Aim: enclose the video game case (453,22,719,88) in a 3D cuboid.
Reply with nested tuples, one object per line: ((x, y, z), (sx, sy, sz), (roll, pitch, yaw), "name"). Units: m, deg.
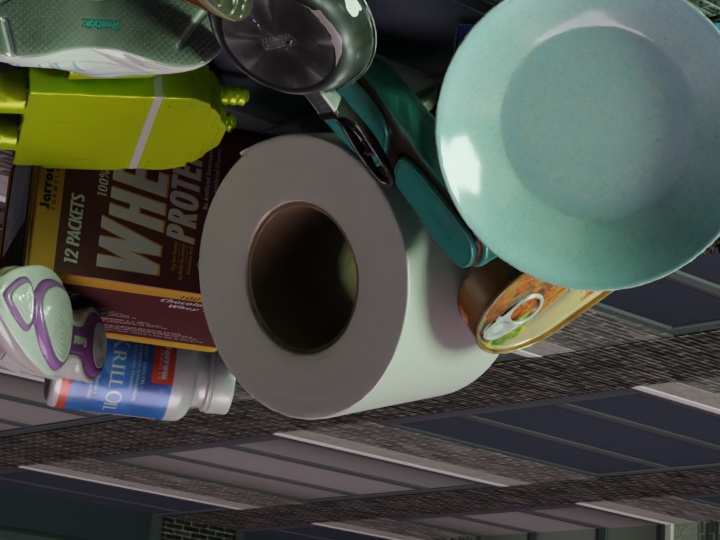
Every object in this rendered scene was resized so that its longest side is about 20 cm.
((0.173, -0.115, 1.328), (0.198, 0.046, 0.181), (1, 166, 12), "video game case")

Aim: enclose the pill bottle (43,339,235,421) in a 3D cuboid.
((-0.238, 0.103, 2.132), (0.198, 0.113, 0.112), (7, 165, -14), "pill bottle")

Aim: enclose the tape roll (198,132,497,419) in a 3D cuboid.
((0.000, 0.000, 1.423), (0.201, 0.205, 0.138), (-9, 178, 41), "tape roll")

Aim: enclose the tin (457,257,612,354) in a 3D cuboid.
((0.154, -0.017, 1.341), (0.199, 0.042, 0.112), (-35, 148, 2), "tin")

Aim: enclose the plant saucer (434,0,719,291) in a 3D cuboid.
((0.147, -0.089, 1.228), (0.199, 0.203, 0.039), (1, -162, 12), "plant saucer")

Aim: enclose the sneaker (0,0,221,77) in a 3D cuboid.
((-0.190, -0.152, 1.247), (0.198, 0.071, 0.080), (9, 167, -19), "sneaker")

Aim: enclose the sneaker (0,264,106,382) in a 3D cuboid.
((-0.258, 0.047, 1.473), (0.099, 0.076, 0.200), (2, 164, 9), "sneaker")

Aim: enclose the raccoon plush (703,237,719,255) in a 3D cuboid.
((0.279, -0.039, 1.512), (0.199, 0.098, 0.133), (17, 168, -40), "raccoon plush")

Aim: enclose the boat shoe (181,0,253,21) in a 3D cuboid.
((-0.118, -0.199, 1.064), (0.073, 0.076, 0.200), (7, 164, 26), "boat shoe")

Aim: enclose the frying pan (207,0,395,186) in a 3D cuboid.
((-0.042, -0.124, 1.232), (0.114, 0.031, 0.191), (11, 138, 18), "frying pan")

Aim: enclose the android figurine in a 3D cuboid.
((-0.179, -0.114, 1.392), (0.198, 0.041, 0.182), (-1, 159, -15), "android figurine")

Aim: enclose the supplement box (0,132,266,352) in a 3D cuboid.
((-0.181, -0.029, 1.577), (0.195, 0.134, 0.200), (9, 165, -16), "supplement box")

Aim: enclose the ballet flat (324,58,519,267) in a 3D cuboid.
((0.038, -0.088, 1.311), (0.070, 0.200, 0.068), (-31, 161, -29), "ballet flat")
